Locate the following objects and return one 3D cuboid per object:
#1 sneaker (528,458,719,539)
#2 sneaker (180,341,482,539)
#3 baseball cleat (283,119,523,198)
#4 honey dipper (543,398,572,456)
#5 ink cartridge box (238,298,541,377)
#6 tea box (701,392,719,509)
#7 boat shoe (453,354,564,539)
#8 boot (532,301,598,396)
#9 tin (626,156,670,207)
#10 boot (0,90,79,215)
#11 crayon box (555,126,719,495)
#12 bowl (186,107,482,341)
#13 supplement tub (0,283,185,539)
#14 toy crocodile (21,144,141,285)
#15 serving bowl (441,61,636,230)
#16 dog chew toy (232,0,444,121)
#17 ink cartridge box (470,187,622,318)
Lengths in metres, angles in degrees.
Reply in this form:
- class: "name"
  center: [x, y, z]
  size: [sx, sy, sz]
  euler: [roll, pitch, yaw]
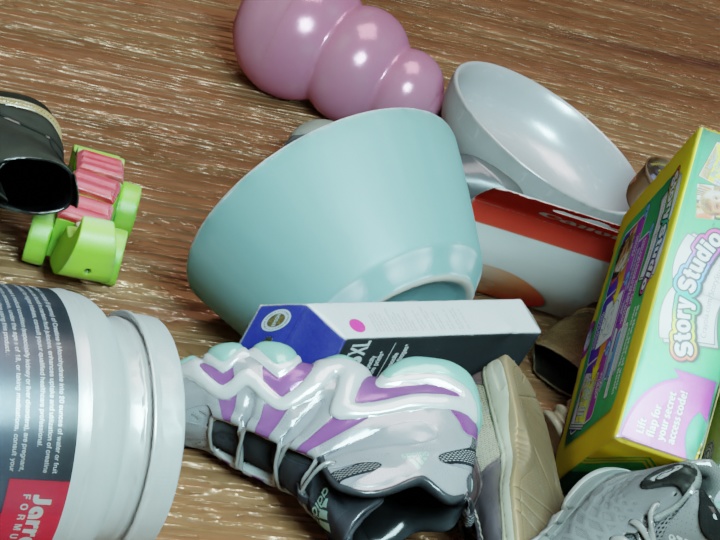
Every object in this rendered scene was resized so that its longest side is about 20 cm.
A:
- class: "sneaker"
  center: [0.136, 0.157, 0.975]
  size: [0.075, 0.115, 0.200]
  euler: [53, 44, -11]
- class: "sneaker"
  center: [-0.030, 0.113, 1.049]
  size: [0.199, 0.078, 0.140]
  euler: [-1, 45, 3]
- class: "baseball cleat"
  center: [0.029, -0.061, 1.494]
  size: [0.199, 0.070, 0.107]
  euler: [14, 29, 9]
- class: "honey dipper"
  center: [0.215, 0.073, 1.256]
  size: [0.199, 0.038, 0.038]
  euler: [-23, 39, -14]
- class: "ink cartridge box"
  center: [0.010, 0.061, 1.152]
  size: [0.199, 0.095, 0.037]
  euler: [1, 44, -34]
- class: "tea box"
  center: [0.263, 0.113, 1.131]
  size: [0.133, 0.197, 0.200]
  euler: [20, 24, 0]
- class: "boat shoe"
  center: [0.080, 0.134, 1.101]
  size: [0.072, 0.065, 0.200]
  euler: [48, 24, -34]
- class: "boot"
  center: [0.204, 0.091, 1.305]
  size: [0.075, 0.074, 0.200]
  euler: [-19, 36, -39]
- class: "tin"
  center: [0.310, -0.017, 1.588]
  size: [0.200, 0.042, 0.112]
  euler: [42, 31, 7]
- class: "boot"
  center: [-0.283, -0.079, 1.204]
  size: [0.199, 0.078, 0.138]
  euler: [-3, 21, -19]
- class: "crayon box"
  center: [0.185, 0.035, 1.151]
  size: [0.058, 0.201, 0.173]
  euler: [19, -18, -3]
- class: "bowl"
  center: [0.000, 0.000, 1.202]
  size: [0.200, 0.201, 0.105]
  euler: [-5, 53, -44]
- class: "supplement tub"
  center: [-0.200, 0.074, 0.908]
  size: [0.199, 0.141, 0.140]
  euler: [7, 27, -27]
- class: "toy crocodile"
  center: [-0.185, -0.043, 1.269]
  size: [0.067, 0.062, 0.200]
  euler: [17, 23, -9]
- class: "serving bowl"
  center: [0.147, -0.094, 1.619]
  size: [0.200, 0.066, 0.200]
  euler: [29, 27, -17]
- class: "dog chew toy"
  center: [-0.013, -0.188, 1.653]
  size: [0.200, 0.125, 0.125]
  euler: [31, 25, 10]
- class: "ink cartridge box"
  center: [0.143, -0.004, 1.355]
  size: [0.161, 0.050, 0.200]
  euler: [17, -7, -8]
